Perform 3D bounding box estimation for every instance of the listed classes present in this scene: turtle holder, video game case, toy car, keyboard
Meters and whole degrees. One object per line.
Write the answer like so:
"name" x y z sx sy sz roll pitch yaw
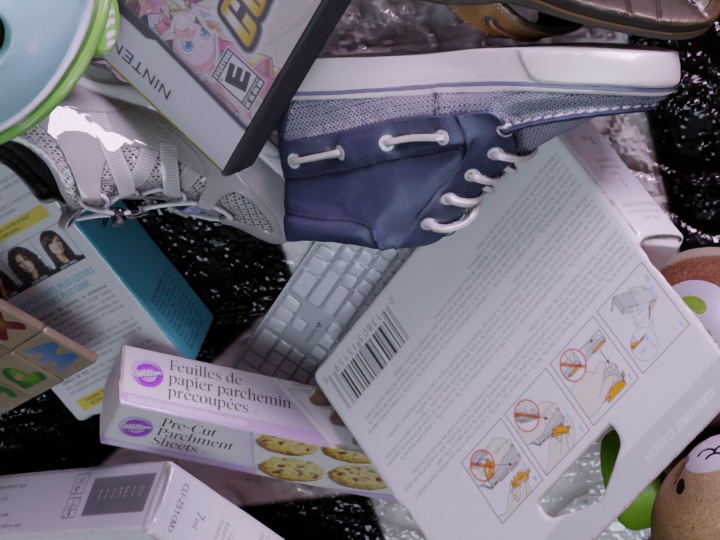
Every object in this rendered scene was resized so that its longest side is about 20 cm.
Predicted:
"turtle holder" -0.168 -0.132 0.909 0.185 0.132 0.142 -23 85 4
"video game case" -0.074 -0.173 0.944 0.181 0.025 0.200 43 125 14
"toy car" 0.178 0.099 1.007 0.163 0.200 0.158 -17 118 21
"keyboard" 0.000 0.000 1.096 0.056 0.011 0.200 30 124 -8

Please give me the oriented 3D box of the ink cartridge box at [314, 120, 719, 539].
"ink cartridge box" 0.084 0.050 1.023 0.200 0.043 0.174 -51 61 30

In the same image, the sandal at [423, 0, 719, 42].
"sandal" 0.064 -0.132 0.957 0.199 0.082 0.055 5 141 8

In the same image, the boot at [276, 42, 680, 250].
"boot" 0.053 -0.057 0.978 0.199 0.073 0.091 0 98 28

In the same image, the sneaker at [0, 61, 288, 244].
"sneaker" -0.120 -0.050 1.026 0.199 0.082 0.075 23 161 -14

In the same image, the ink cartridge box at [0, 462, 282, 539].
"ink cartridge box" -0.113 0.169 1.164 0.199 0.044 0.173 -10 142 44

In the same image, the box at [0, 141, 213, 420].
"box" -0.170 -0.021 1.095 0.082 0.049 0.200 -26 114 26

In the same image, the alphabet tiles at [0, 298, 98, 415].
"alphabet tiles" -0.259 0.024 1.094 0.199 0.008 0.167 32 144 -26

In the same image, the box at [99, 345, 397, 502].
"box" -0.035 0.084 1.106 0.199 0.039 0.042 14 137 -17
